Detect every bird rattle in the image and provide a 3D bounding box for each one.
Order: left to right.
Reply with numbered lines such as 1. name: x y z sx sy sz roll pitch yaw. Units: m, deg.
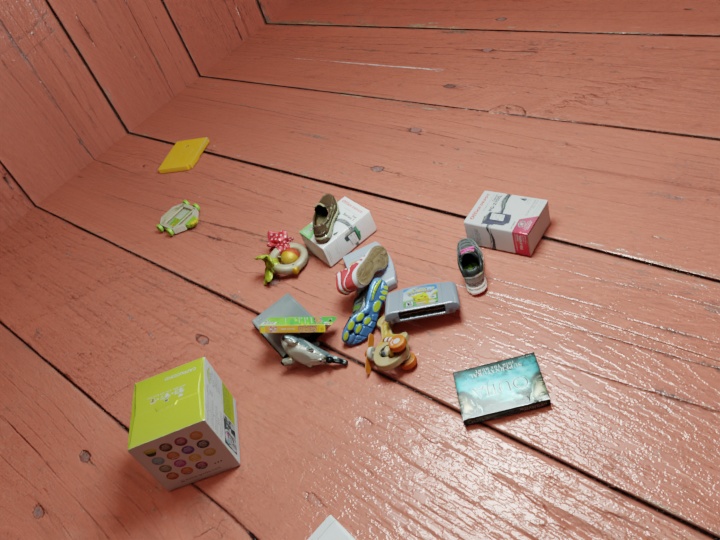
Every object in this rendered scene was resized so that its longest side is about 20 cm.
1. bird rattle: -0.240 -0.040 2.004 0.159 0.115 0.201 9 36 17

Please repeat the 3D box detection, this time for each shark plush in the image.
1. shark plush: -0.126 0.201 1.663 0.196 0.093 0.083 5 26 22

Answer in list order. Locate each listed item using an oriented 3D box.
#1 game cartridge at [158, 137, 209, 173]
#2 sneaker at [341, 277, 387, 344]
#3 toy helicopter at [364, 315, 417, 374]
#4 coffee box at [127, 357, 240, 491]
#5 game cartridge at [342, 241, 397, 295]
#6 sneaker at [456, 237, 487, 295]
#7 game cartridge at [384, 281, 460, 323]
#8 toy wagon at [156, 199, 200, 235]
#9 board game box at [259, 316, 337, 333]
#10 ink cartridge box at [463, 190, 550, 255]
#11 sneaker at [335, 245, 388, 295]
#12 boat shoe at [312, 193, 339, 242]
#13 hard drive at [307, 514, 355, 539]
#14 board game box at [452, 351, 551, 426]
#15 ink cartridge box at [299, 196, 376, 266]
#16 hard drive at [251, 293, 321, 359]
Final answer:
1. game cartridge: -0.771 -0.503 2.773 0.173 0.033 0.203 -2 48 23
2. sneaker: 0.010 0.114 1.717 0.202 0.070 0.082 -62 15 -20
3. toy helicopter: 0.063 0.186 1.625 0.130 0.080 0.201 -26 29 11
4. coffee box: -0.426 0.373 1.547 0.196 0.200 0.202 -21 40 3
5. game cartridge: 0.032 -0.003 1.852 0.131 0.042 0.201 -28 41 2
6. sneaker: 0.297 -0.032 1.712 0.072 0.088 0.202 -14 41 11
7. game cartridge: 0.160 0.081 1.668 0.195 0.041 0.134 -11 20 8
8. toy wagon: -0.672 -0.192 2.387 0.197 0.040 0.156 19 57 38
9. board game box: -0.164 0.145 1.698 0.195 0.031 0.096 -4 8 9
10. ink cartridge box: 0.408 -0.135 1.770 0.197 0.085 0.145 15 53 36
11. sneaker: 0.000 0.000 1.782 0.111 0.072 0.200 -27 10 37
12. boat shoe: -0.110 -0.180 1.943 0.073 0.076 0.205 -13 42 13
13. hard drive: -0.041 0.600 1.255 0.132 0.027 0.198 -43 44 -20
14. board game box: 0.316 0.267 1.433 0.196 0.028 0.137 -17 40 9
15. ink cartridge box: -0.070 -0.126 1.990 0.199 0.085 0.145 -40 43 -17
16. hard drive: -0.206 0.159 1.796 0.139 0.033 0.199 -38 43 -15
